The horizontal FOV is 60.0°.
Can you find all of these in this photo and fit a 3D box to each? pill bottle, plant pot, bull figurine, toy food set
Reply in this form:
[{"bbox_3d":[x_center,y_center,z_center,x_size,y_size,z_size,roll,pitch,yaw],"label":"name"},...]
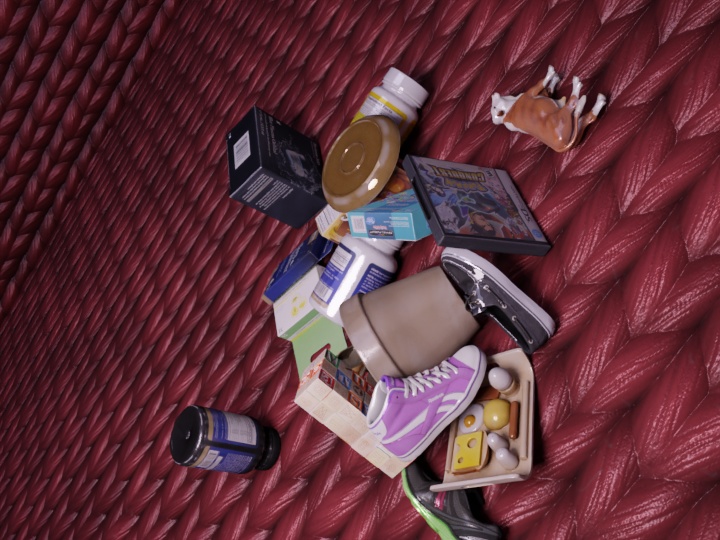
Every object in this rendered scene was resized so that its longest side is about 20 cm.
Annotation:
[{"bbox_3d":[0.000,0.000,1.166,0.120,0.119,0.201,37,99,48],"label":"pill bottle"},{"bbox_3d":[0.089,0.088,0.996,0.173,0.200,0.201,-35,47,9],"label":"plant pot"},{"bbox_3d":[-0.257,0.334,1.215,0.111,0.199,0.113,-22,56,37],"label":"pill bottle"},{"bbox_3d":[0.299,-0.264,1.017,0.122,0.065,0.200,-56,42,16],"label":"bull figurine"},{"bbox_3d":[-0.009,-0.206,1.170,0.199,0.027,0.202,-23,56,38],"label":"plant pot"},{"bbox_3d":[0.046,-0.297,1.265,0.201,0.114,0.114,-56,42,10],"label":"pill bottle"},{"bbox_3d":[0.170,0.214,0.892,0.143,0.060,0.201,-24,34,37],"label":"toy food set"}]

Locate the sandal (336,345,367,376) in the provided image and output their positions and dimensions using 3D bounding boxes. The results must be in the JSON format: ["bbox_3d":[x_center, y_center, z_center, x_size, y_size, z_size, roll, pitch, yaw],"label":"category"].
[{"bbox_3d":[-0.018,0.175,1.150,0.201,0.054,0.080,-56,42,11],"label":"sandal"}]

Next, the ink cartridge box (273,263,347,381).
[{"bbox_3d":[-0.109,0.105,1.288,0.145,0.048,0.201,-39,45,26],"label":"ink cartridge box"}]

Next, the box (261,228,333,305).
[{"bbox_3d":[-0.129,-0.021,1.342,0.200,0.032,0.122,-39,19,26],"label":"box"}]

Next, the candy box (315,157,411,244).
[{"bbox_3d":[0.021,-0.130,1.210,0.200,0.116,0.057,-45,44,23],"label":"candy box"}]

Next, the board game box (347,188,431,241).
[{"bbox_3d":[0.101,-0.103,1.060,0.150,0.199,0.047,7,114,48],"label":"board game box"}]

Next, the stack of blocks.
[{"bbox_3d":[-0.002,0.215,0.981,0.059,0.200,0.115,-45,12,20],"label":"stack of blocks"}]

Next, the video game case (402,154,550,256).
[{"bbox_3d":[0.179,-0.102,0.972,0.026,0.198,0.182,-60,35,41],"label":"video game case"}]

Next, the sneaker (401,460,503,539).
[{"bbox_3d":[0.132,0.344,0.911,0.084,0.077,0.200,-43,40,-9],"label":"sneaker"}]

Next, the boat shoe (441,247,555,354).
[{"bbox_3d":[0.189,0.046,0.915,0.066,0.200,0.070,-47,-7,-20],"label":"boat shoe"}]

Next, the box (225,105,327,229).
[{"bbox_3d":[-0.190,-0.231,1.417,0.117,0.199,0.198,-35,49,30],"label":"box"}]

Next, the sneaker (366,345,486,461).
[{"bbox_3d":[0.092,0.167,0.894,0.201,0.114,0.073,-48,23,-11],"label":"sneaker"}]
